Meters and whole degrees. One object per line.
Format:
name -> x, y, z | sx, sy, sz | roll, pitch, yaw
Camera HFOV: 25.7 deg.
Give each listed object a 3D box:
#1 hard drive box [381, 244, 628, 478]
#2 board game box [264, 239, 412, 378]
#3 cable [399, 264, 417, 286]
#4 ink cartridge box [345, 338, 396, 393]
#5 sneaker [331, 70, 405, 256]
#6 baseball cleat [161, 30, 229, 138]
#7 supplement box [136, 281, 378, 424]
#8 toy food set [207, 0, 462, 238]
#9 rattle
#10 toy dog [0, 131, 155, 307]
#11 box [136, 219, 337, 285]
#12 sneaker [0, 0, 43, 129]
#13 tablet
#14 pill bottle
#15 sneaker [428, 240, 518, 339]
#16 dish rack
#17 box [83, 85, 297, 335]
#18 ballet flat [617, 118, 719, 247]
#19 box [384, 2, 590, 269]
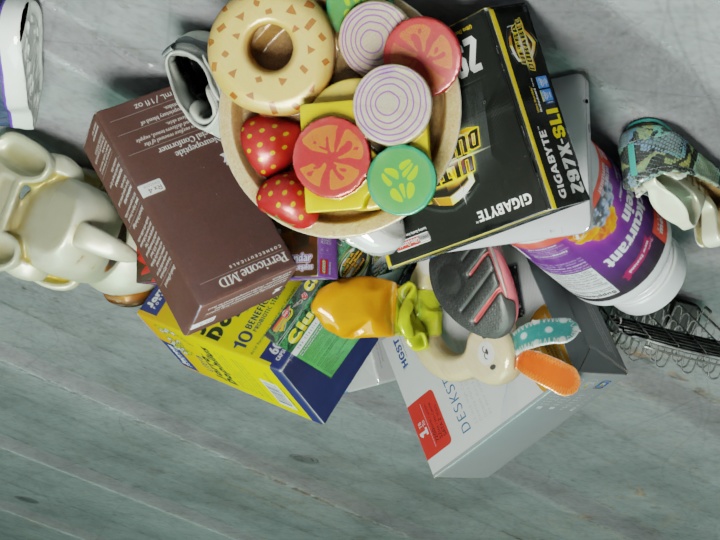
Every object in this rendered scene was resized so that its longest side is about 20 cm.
hard drive box -> 0.130, 0.081, 1.478 | 0.077, 0.156, 0.200 | 5, 143, -42
board game box -> 0.000, 0.000, 1.464 | 0.023, 0.200, 0.105 | 35, 178, 34
cable -> 0.116, 0.018, 1.566 | 0.163, 0.051, 0.200 | -16, 155, 20
ink cartridge box -> 0.051, 0.082, 1.715 | 0.200, 0.067, 0.116 | -11, 175, -40
sneaker -> -0.008, -0.108, 1.245 | 0.087, 0.200, 0.074 | -23, 179, 38
baseball cleat -> -0.085, -0.111, 1.288 | 0.200, 0.106, 0.070 | 40, 114, -3
supplement box -> -0.104, 0.056, 1.583 | 0.200, 0.109, 0.110 | 18, 156, 36
toy food set -> -0.017, -0.125, 1.194 | 0.198, 0.200, 0.049 | -4, 179, 15
rattle -> 0.079, 0.050, 1.379 | 0.143, 0.130, 0.200 | 20, -165, -44
toy dog -> -0.266, -0.040, 1.571 | 0.194, 0.140, 0.200 | 7, 170, 28
box -> -0.115, -0.057, 1.444 | 0.200, 0.137, 0.039 | -3, 175, 29
sneaker -> -0.349, -0.181, 1.343 | 0.146, 0.081, 0.200 | 10, 162, -6
tablet -> 0.102, -0.084, 1.304 | 0.200, 0.130, 0.014 | -7, 169, 37
pill bottle -> 0.203, -0.037, 1.381 | 0.111, 0.112, 0.200 | -9, 150, 38
sneaker -> 0.097, -0.033, 1.370 | 0.087, 0.200, 0.074 | -3, 146, -42
dish rack -> 0.283, 0.060, 1.519 | 0.153, 0.055, 0.200 | 12, -166, -11
box -> -0.150, -0.056, 1.367 | 0.100, 0.200, 0.075 | -25, 168, -26
ballet flat -> 0.289, -0.057, 1.350 | 0.200, 0.074, 0.074 | 26, 152, -32
box -> 0.074, -0.101, 1.240 | 0.049, 0.160, 0.200 | -14, 177, -39
